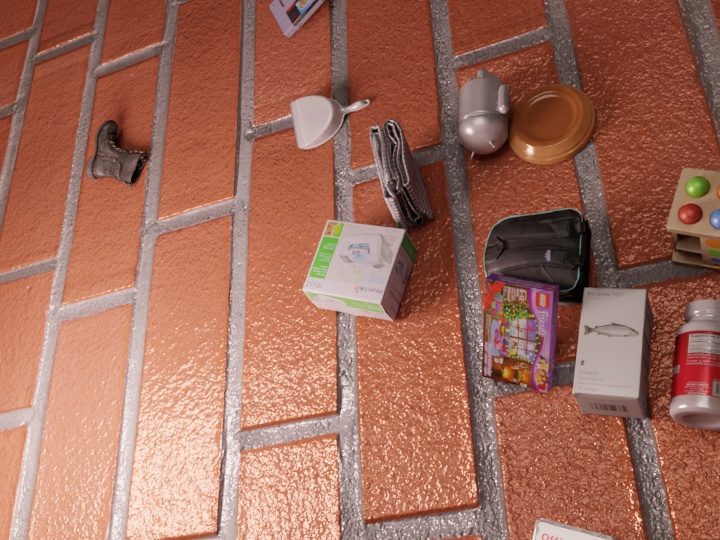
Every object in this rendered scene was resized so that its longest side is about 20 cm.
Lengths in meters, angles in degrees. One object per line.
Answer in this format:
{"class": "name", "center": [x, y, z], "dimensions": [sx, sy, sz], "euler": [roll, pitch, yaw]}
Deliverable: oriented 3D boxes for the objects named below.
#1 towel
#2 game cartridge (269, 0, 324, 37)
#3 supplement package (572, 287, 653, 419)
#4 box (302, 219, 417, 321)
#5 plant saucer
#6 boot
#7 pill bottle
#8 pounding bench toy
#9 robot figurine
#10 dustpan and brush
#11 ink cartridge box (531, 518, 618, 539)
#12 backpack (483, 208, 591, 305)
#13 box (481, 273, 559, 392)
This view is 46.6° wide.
{"class": "towel", "center": [0.090, -0.207, 1.833], "dimensions": [0.084, 0.166, 0.203], "euler": [-17, 58, 9]}
{"class": "game cartridge", "center": [-0.158, -0.749, 2.279], "dimensions": [0.199, 0.038, 0.131], "euler": [-42, 54, 22]}
{"class": "supplement package", "center": [0.454, 0.147, 1.496], "dimensions": [0.115, 0.117, 0.204], "euler": [0, 64, 26]}
{"class": "box", "center": [0.000, 0.000, 1.810], "dimensions": [0.196, 0.097, 0.179], "euler": [9, 66, 28]}
{"class": "plant saucer", "center": [0.411, -0.326, 1.816], "dimensions": [0.196, 0.037, 0.204], "euler": [-11, 61, 21]}
{"class": "boot", "center": [-0.665, -0.325, 2.332], "dimensions": [0.170, 0.069, 0.204], "euler": [5, 71, 22]}
{"class": "pill bottle", "center": [0.592, 0.159, 1.426], "dimensions": [0.110, 0.112, 0.204], "euler": [3, 65, 26]}
{"class": "pounding bench toy", "center": [0.647, -0.126, 1.522], "dimensions": [0.122, 0.156, 0.203], "euler": [12, 69, 30]}
{"class": "robot figurine", "center": [0.271, -0.343, 1.846], "dimensions": [0.169, 0.111, 0.204], "euler": [-37, 41, 53]}
{"class": "dustpan and brush", "center": [-0.071, -0.391, 2.083], "dimensions": [0.197, 0.057, 0.142], "euler": [-21, 68, 22]}
{"class": "ink cartridge box", "center": [0.342, 0.529, 1.371], "dimensions": [0.143, 0.085, 0.204], "euler": [8, 70, 29]}
{"class": "backpack", "center": [0.343, -0.018, 1.615], "dimensions": [0.196, 0.153, 0.180], "euler": [-1, 70, 23]}
{"class": "box", "center": [0.296, 0.116, 1.561], "dimensions": [0.134, 0.039, 0.204], "euler": [10, 113, 30]}
